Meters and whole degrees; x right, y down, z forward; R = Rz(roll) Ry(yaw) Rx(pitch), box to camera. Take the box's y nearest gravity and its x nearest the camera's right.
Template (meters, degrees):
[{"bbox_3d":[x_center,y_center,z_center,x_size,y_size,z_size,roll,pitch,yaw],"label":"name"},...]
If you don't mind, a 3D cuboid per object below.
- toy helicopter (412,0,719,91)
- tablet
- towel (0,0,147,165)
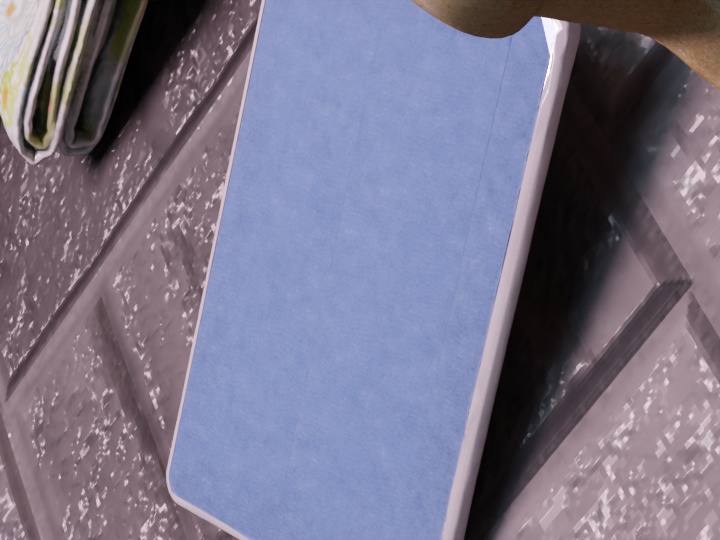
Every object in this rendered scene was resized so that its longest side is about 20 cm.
[{"bbox_3d":[0.072,-0.082,0.664,0.079,0.200,0.132,-47,60,32],"label":"toy helicopter"},{"bbox_3d":[0.000,0.000,0.838,0.130,0.014,0.201,24,107,41],"label":"tablet"},{"bbox_3d":[-0.121,-0.165,1.060,0.171,0.048,0.200,-64,33,36],"label":"towel"}]
